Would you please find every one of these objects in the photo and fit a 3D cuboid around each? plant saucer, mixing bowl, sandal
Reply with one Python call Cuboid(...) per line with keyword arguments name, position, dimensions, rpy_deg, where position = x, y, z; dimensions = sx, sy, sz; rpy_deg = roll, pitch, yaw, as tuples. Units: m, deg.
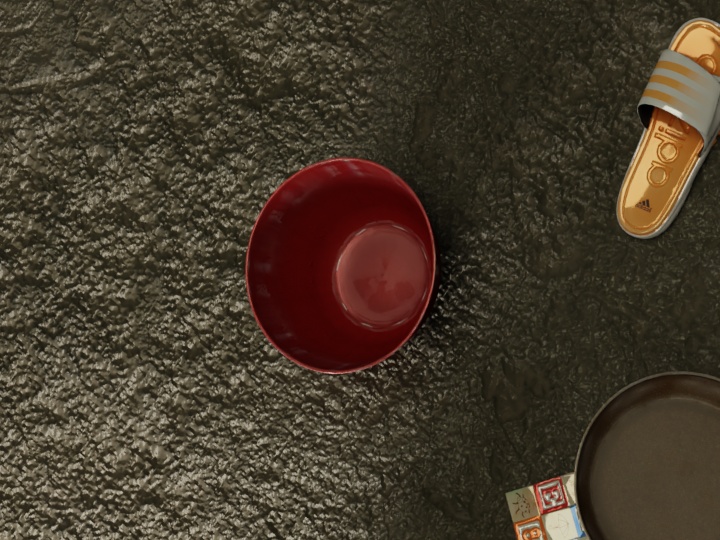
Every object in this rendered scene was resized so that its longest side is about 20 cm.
Cuboid(name="plant saucer", position=(0.281, 0.190, 1.572), dimensions=(0.198, 0.032, 0.202), rpy_deg=(1, 77, -3))
Cuboid(name="mixing bowl", position=(0.000, 0.000, 1.721), dimensions=(0.198, 0.108, 0.202), rpy_deg=(-3, 83, 24))
Cuboid(name="sandal", position=(0.284, -0.128, 1.628), dimensions=(0.079, 0.059, 0.209), rpy_deg=(21, 94, 25))

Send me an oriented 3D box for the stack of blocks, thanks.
Cuboid(name="stack of blocks", position=(0.216, 0.280, 1.616), dimensions=(0.114, 0.058, 0.202), rpy_deg=(-19, 76, 22))
